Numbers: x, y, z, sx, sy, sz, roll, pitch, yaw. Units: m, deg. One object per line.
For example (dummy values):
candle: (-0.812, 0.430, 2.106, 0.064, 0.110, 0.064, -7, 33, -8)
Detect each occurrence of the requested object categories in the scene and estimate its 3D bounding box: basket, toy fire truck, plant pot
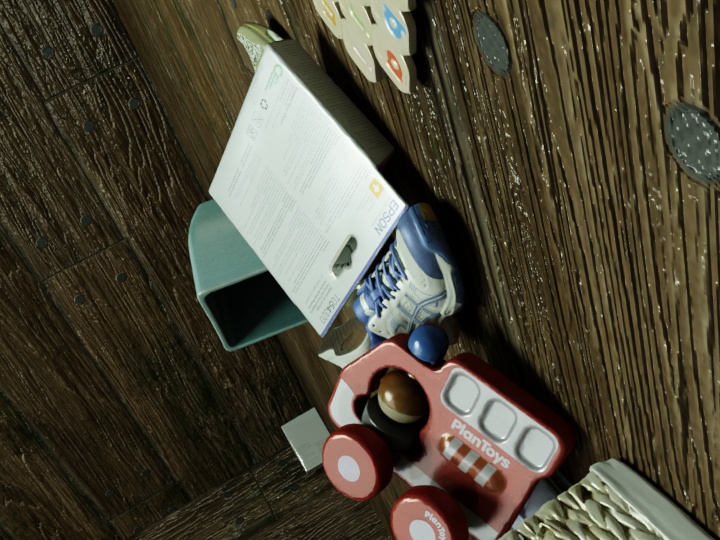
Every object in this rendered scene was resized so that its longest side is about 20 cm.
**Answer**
basket: (0.184, 0.242, 0.552, 0.200, 0.123, 0.136, 46, 161, 58)
toy fire truck: (0.067, 0.134, 0.737, 0.200, 0.112, 0.168, 37, 124, 24)
plant pot: (-0.174, -0.023, 1.420, 0.196, 0.196, 0.200, 77, 170, -57)

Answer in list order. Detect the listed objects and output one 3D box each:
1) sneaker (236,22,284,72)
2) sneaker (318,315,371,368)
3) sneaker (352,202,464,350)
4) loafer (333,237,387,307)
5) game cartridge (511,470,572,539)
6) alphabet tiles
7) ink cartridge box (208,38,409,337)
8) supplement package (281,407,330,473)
sneaker: (-0.087, -0.162, 0.878, 0.200, 0.089, 0.077, 59, 170, 12)
sneaker: (0.004, 0.119, 1.304, 0.085, 0.073, 0.200, 32, 167, -10)
sneaker: (0.037, 0.021, 0.741, 0.200, 0.088, 0.075, 80, 175, -57)
loafer: (0.000, 0.000, 0.975, 0.070, 0.075, 0.200, 50, 175, -6)
game cartridge: (0.146, 0.218, 0.803, 0.200, 0.038, 0.130, 50, 138, 46)
alphabet tiles: (-0.014, -0.219, 0.582, 0.196, 0.015, 0.200, 57, 169, 24)
ink cartridge box: (-0.047, -0.071, 0.796, 0.200, 0.043, 0.196, 50, 137, 16)
supplement package: (-0.192, 0.666, 3.385, 0.200, 0.152, 0.151, 58, 170, 15)
